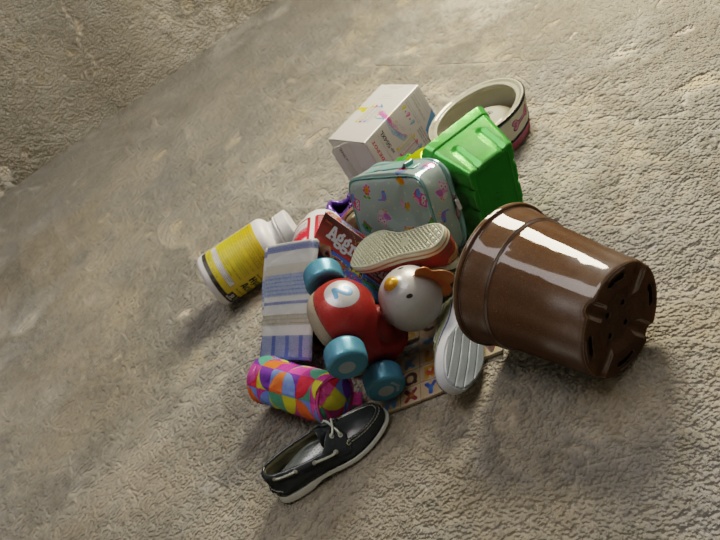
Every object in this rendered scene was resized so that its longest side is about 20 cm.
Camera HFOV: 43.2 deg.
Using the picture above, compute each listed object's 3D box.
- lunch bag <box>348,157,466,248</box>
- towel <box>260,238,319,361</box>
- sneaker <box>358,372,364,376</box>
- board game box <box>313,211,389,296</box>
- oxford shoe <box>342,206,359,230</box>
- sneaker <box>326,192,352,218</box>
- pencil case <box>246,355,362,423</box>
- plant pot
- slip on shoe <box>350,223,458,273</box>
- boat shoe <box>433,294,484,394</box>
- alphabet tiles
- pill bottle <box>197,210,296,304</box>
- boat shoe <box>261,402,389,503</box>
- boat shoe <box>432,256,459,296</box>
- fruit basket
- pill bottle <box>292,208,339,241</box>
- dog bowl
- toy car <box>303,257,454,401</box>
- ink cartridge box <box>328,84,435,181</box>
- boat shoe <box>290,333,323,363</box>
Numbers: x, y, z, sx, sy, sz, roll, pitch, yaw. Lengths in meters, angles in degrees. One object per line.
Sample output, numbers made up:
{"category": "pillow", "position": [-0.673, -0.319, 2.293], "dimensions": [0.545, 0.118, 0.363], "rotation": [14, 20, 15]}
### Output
{"category": "lunch bag", "position": [0.075, -0.098, 1.437], "dimensions": [0.077, 0.163, 0.199], "rotation": [-29, 20, -36]}
{"category": "towel", "position": [-0.117, 0.050, 1.504], "dimensions": [0.146, 0.024, 0.203], "rotation": [-8, 77, 50]}
{"category": "sneaker", "position": [-0.035, 0.093, 1.461], "dimensions": [0.071, 0.080, 0.200], "rotation": [-36, 34, -1]}
{"category": "board game box", "position": [0.000, 0.000, 1.463], "dimensions": [0.199, 0.019, 0.104], "rotation": [35, 111, 24]}
{"category": "oxford shoe", "position": [0.065, -0.096, 1.597], "dimensions": [0.197, 0.071, 0.075], "rotation": [-15, 38, 3]}
{"category": "sneaker", "position": [0.018, -0.117, 1.695], "dimensions": [0.198, 0.084, 0.081], "rotation": [-13, 37, 31]}
{"category": "pencil case", "position": [-0.092, 0.184, 1.401], "dimensions": [0.198, 0.089, 0.089], "rotation": [9, 52, 47]}
{"category": "plant pot", "position": [0.257, 0.033, 1.166], "dimensions": [0.200, 0.201, 0.197], "rotation": [-46, 41, -18]}
{"category": "slip on shoe", "position": [0.063, -0.023, 1.373], "dimensions": [0.198, 0.061, 0.075], "rotation": [-10, 50, 41]}
{"category": "boat shoe", "position": [0.136, 0.105, 1.294], "dimensions": [0.062, 0.072, 0.201], "rotation": [-41, 18, 39]}
{"category": "alphabet tiles", "position": [0.117, 0.121, 1.347], "dimensions": [0.198, 0.008, 0.168], "rotation": [-25, 32, 20]}
{"category": "pill bottle", "position": [-0.211, -0.030, 1.776], "dimensions": [0.199, 0.112, 0.112], "rotation": [-33, 31, 5]}
{"category": "boat shoe", "position": [-0.050, 0.249, 1.286], "dimensions": [0.199, 0.061, 0.076], "rotation": [-39, 31, -5]}
{"category": "boat shoe", "position": [0.077, 0.013, 1.473], "dimensions": [0.200, 0.061, 0.072], "rotation": [-2, 17, 41]}
{"category": "fruit basket", "position": [0.155, -0.157, 1.485], "dimensions": [0.155, 0.217, 0.215], "rotation": [-37, 30, -14]}
{"category": "pill bottle", "position": [-0.069, -0.034, 1.629], "dimensions": [0.111, 0.113, 0.201], "rotation": [-28, 23, 12]}
{"category": "dog bowl", "position": [0.229, -0.270, 1.703], "dimensions": [0.198, 0.074, 0.201], "rotation": [-26, 31, 17]}
{"category": "toy car", "position": [0.041, 0.046, 1.306], "dimensions": [0.199, 0.176, 0.186], "rotation": [-37, 45, 19]}
{"category": "ink cartridge box", "position": [0.046, -0.257, 1.813], "dimensions": [0.200, 0.129, 0.125], "rotation": [-49, 33, -20]}
{"category": "boat shoe", "position": [-0.117, 0.085, 1.575], "dimensions": [0.076, 0.071, 0.201], "rotation": [-42, 27, 18]}
